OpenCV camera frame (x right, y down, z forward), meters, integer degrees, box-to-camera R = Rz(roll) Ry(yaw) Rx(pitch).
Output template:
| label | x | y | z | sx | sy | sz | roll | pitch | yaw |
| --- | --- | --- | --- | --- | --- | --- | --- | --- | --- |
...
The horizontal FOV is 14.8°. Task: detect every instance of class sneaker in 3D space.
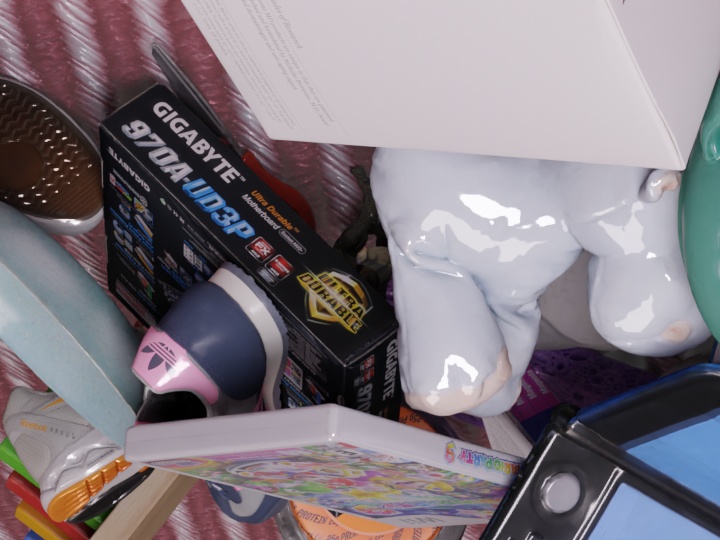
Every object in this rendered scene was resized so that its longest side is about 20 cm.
| label | x | y | z | sx | sy | sz | roll | pitch | yaw |
| --- | --- | --- | --- | --- | --- | --- | --- | --- | --- |
| sneaker | 0.118 | 0.012 | 1.479 | 0.200 | 0.075 | 0.088 | -2 | 165 | 43 |
| sneaker | -0.223 | -0.071 | 1.551 | 0.200 | 0.073 | 0.085 | 27 | 160 | 12 |
| sneaker | -0.118 | 0.055 | 1.598 | 0.092 | 0.200 | 0.076 | 51 | 161 | 19 |
| sneaker | -0.083 | 0.079 | 1.434 | 0.070 | 0.082 | 0.200 | 39 | 153 | 28 |

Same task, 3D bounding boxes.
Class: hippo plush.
| label | x | y | z | sx | sy | sz | roll | pitch | yaw |
| --- | --- | --- | --- | --- | --- | --- | --- | --- | --- |
| hippo plush | 0.096 | -0.032 | 1.302 | 0.160 | 0.159 | 0.201 | -9 | 105 | 16 |

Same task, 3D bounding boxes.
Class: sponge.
| label | x | y | z | sx | sy | sz | roll | pitch | yaw |
| --- | --- | --- | --- | --- | --- | --- | --- | --- | --- |
| sponge | 0.070 | 0.058 | 1.641 | 0.200 | 0.030 | 0.112 | 21 | 155 | -3 |

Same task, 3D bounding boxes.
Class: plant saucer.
| label | x | y | z | sx | sy | sz | roll | pitch | yaw |
| --- | --- | --- | --- | --- | --- | --- | --- | --- | --- |
| plant saucer | -0.167 | 0.018 | 1.478 | 0.201 | 0.039 | 0.201 | 43 | 166 | 14 |

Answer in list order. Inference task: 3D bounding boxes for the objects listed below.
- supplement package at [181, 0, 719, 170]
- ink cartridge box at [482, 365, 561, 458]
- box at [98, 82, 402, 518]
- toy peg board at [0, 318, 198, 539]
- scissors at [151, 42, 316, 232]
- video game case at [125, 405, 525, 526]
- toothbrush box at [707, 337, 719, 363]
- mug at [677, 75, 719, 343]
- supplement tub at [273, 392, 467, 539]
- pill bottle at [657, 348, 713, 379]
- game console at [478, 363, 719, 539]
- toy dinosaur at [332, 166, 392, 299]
| label | x | y | z | sx | sy | sz | roll | pitch | yaw |
| --- | --- | --- | --- | --- | --- | --- | --- | --- | --- |
| supplement package | 0.045 | -0.127 | 1.146 | 0.200 | 0.121 | 0.120 | 6 | 148 | 30 |
| ink cartridge box | 0.135 | 0.143 | 1.496 | 0.196 | 0.043 | 0.200 | 51 | 170 | 31 |
| box | -0.060 | 0.017 | 1.469 | 0.200 | 0.046 | 0.159 | 43 | 154 | 24 |
| toy peg board | -0.145 | 0.101 | 1.720 | 0.098 | 0.200 | 0.199 | 38 | 156 | 3 |
| scissors | -0.066 | -0.066 | 1.507 | 0.073 | 0.014 | 0.200 | 16 | 155 | 14 |
| video game case | 0.005 | 0.098 | 1.352 | 0.143 | 0.018 | 0.200 | -9 | 161 | 43 |
| toothbrush box | 0.228 | 0.056 | 1.372 | 0.085 | 0.147 | 0.200 | 13 | 154 | 15 |
| mug | 0.204 | -0.038 | 1.200 | 0.114 | 0.152 | 0.185 | 5 | 124 | 36 |
| supplement tub | 0.007 | 0.138 | 1.696 | 0.122 | 0.123 | 0.200 | 18 | 171 | 4 |
| pill bottle | 0.242 | 0.140 | 1.572 | 0.119 | 0.120 | 0.200 | 0 | 149 | 38 |
| game console | 0.173 | 0.144 | 1.290 | 0.200 | 0.171 | 0.118 | 30 | -179 | -21 |
| toy dinosaur | 0.000 | 0.000 | 1.498 | 0.047 | 0.088 | 0.200 | 19 | 154 | -3 |
